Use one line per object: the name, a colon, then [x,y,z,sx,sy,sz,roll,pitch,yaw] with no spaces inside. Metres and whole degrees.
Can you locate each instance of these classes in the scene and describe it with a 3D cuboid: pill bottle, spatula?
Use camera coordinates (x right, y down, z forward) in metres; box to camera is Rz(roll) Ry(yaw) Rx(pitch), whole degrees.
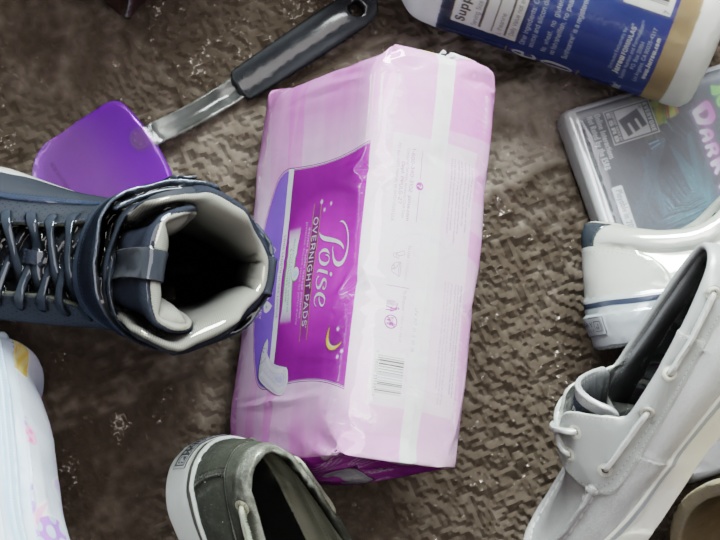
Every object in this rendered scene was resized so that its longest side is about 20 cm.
pill bottle: [0.086,-0.163,1.046,0.199,0.111,0.111,19,77,1]
spatula: [-0.074,-0.086,1.056,0.200,0.021,0.057,-34,86,-13]

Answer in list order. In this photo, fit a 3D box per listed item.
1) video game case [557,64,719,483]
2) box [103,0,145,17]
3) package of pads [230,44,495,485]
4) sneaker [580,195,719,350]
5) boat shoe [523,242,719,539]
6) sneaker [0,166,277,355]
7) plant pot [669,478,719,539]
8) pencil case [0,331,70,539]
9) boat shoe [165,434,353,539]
video game case: [0.217,-0.012,1.087,0.181,0.023,0.201,-17,83,-12]
box: [-0.094,-0.263,1.012,0.200,0.166,0.164,-43,89,-14]
package of pads: [0.000,0.000,0.998,0.075,0.120,0.201,13,76,-29]
sneaker: [0.205,-0.010,1.035,0.199,0.073,0.071,-9,89,-9]
boat shoe: [0.128,0.070,0.991,0.068,0.072,0.200,28,121,-18]
sneaker: [-0.136,-0.008,0.927,0.202,0.146,0.077,3,92,-14]
plant pot: [0.282,0.133,0.998,0.183,0.200,0.201,-35,86,-24]
pencil case: [-0.166,0.120,0.928,0.083,0.091,0.200,-3,46,-19]
boat shoe: [-0.019,0.164,0.964,0.071,0.064,0.200,-45,115,-35]
